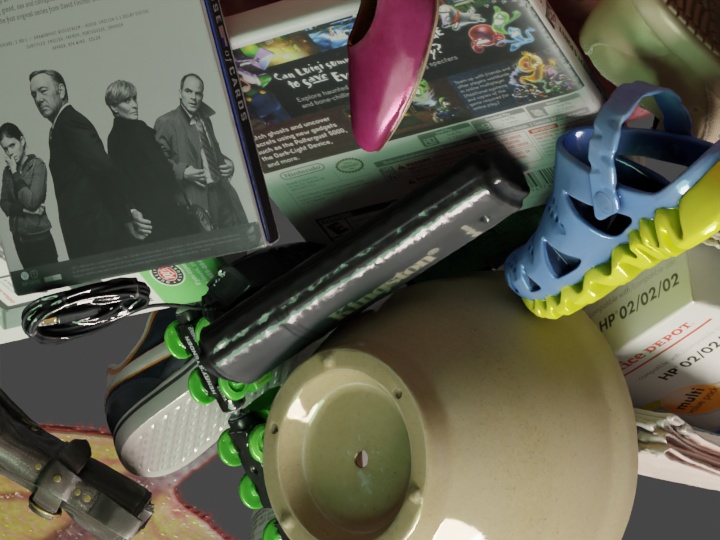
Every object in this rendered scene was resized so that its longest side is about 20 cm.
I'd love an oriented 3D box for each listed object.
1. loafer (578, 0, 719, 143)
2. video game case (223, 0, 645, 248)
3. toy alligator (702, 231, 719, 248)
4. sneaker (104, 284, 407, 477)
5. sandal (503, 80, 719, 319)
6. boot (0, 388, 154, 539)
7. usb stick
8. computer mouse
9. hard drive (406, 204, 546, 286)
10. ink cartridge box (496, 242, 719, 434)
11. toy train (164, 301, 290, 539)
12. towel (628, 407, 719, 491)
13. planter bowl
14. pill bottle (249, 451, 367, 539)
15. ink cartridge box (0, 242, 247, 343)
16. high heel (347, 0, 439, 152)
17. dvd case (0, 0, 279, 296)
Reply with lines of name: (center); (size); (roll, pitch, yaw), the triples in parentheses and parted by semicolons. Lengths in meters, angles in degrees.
loafer: (0.187, -0.089, 1.520); (0.068, 0.076, 0.200); (-23, 124, 35)
video game case: (0.024, -0.086, 1.525); (0.199, 0.023, 0.182); (-14, 139, 25)
toy alligator: (0.263, 0.000, 1.594); (0.199, 0.055, 0.059); (-1, 178, -21)
sneaker: (-0.069, 0.037, 1.722); (0.199, 0.080, 0.078); (-31, 138, 6)
sandal: (0.131, -0.039, 1.501); (0.087, 0.079, 0.200); (52, 145, -1)
boot: (-0.203, 0.109, 1.734); (0.174, 0.069, 0.200); (31, -179, -8)
usb stick: (0.000, 0.000, 1.549); (0.200, 0.033, 0.055); (-33, 149, 18)
computer mouse: (-0.092, 0.011, 1.571); (0.199, 0.034, 0.059); (-4, 147, -31)
hard drive: (0.027, -0.070, 1.592); (0.139, 0.038, 0.200); (-24, 132, 34)
ink cartridge box: (0.188, 0.028, 1.640); (0.199, 0.068, 0.115); (17, 143, -33)
toy train: (-0.049, 0.100, 1.662); (0.042, 0.056, 0.201); (-9, 112, 47)
towel: (0.147, 0.096, 1.691); (0.199, 0.032, 0.191); (11, 173, 39)
planter bowl: (0.033, 0.100, 1.578); (0.200, 0.201, 0.134); (-27, 162, 36)
pill bottle: (-0.012, 0.171, 1.765); (0.113, 0.201, 0.114); (4, 152, 2)
ink cartridge box: (-0.180, -0.039, 1.623); (0.199, 0.084, 0.146); (-13, 139, 22)
high heel: (-0.008, -0.160, 1.395); (0.096, 0.201, 0.067); (8, -173, -12)
dvd case: (-0.136, -0.096, 1.497); (0.150, 0.025, 0.201); (-10, 100, 21)
